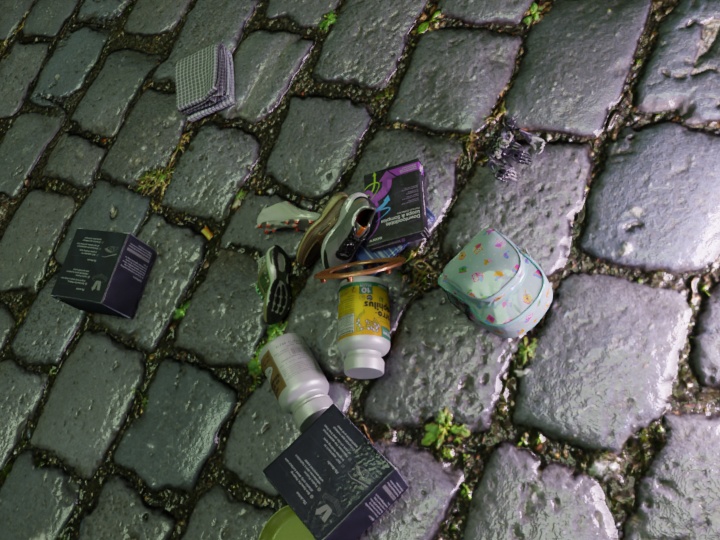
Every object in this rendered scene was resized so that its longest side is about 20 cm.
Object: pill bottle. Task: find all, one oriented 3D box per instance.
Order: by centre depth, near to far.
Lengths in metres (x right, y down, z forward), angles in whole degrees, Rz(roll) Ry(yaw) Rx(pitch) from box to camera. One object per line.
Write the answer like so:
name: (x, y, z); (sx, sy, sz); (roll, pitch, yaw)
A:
pill bottle: (0.007, 0.122, 1.594); (0.112, 0.113, 0.201); (-11, 63, 23)
pill bottle: (-0.132, 0.243, 1.609); (0.114, 0.114, 0.200); (-38, 56, 7)

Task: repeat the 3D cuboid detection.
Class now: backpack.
backpack: (0.272, 0.028, 1.481); (0.176, 0.153, 0.200); (-44, 62, -4)

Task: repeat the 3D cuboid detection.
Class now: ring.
ring: (0.000, 0.000, 1.595); (0.199, 0.200, 0.019); (-6, 98, 25)

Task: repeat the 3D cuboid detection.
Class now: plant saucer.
plant saucer: (-0.120, 0.572, 1.503); (0.199, 0.031, 0.201); (-11, 63, 22)

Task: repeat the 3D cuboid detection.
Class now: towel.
towel: (0.063, -0.093, 1.723); (0.200, 0.024, 0.145); (-43, 53, 2)
towel: (-0.452, -0.545, 2.155); (0.165, 0.086, 0.201); (-17, 61, 21)

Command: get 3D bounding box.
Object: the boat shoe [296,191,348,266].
boat shoe: (-0.078, -0.086, 1.749); (0.068, 0.072, 0.201); (42, 104, 23)

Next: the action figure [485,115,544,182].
action figure: (0.325, -0.253, 1.610); (0.119, 0.102, 0.200); (-53, 9, 30)

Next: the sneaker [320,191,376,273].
sneaker: (-0.027, -0.076, 1.684); (0.079, 0.074, 0.201); (38, 108, 53)

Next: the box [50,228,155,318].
box: (-0.683, 0.006, 1.992); (0.196, 0.117, 0.201); (6, 70, 29)

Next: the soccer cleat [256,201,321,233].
soccer cleat: (-0.169, -0.136, 1.833); (0.199, 0.069, 0.078); (0, 64, 30)

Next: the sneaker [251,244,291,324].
sneaker: (-0.218, 0.042, 1.783); (0.088, 0.077, 0.201); (-21, 54, 33)

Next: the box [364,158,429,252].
box: (0.079, -0.149, 1.708); (0.142, 0.036, 0.201); (-15, 59, 22)

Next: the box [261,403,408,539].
box: (-0.049, 0.409, 1.469); (0.200, 0.118, 0.197); (-42, 54, -11)
